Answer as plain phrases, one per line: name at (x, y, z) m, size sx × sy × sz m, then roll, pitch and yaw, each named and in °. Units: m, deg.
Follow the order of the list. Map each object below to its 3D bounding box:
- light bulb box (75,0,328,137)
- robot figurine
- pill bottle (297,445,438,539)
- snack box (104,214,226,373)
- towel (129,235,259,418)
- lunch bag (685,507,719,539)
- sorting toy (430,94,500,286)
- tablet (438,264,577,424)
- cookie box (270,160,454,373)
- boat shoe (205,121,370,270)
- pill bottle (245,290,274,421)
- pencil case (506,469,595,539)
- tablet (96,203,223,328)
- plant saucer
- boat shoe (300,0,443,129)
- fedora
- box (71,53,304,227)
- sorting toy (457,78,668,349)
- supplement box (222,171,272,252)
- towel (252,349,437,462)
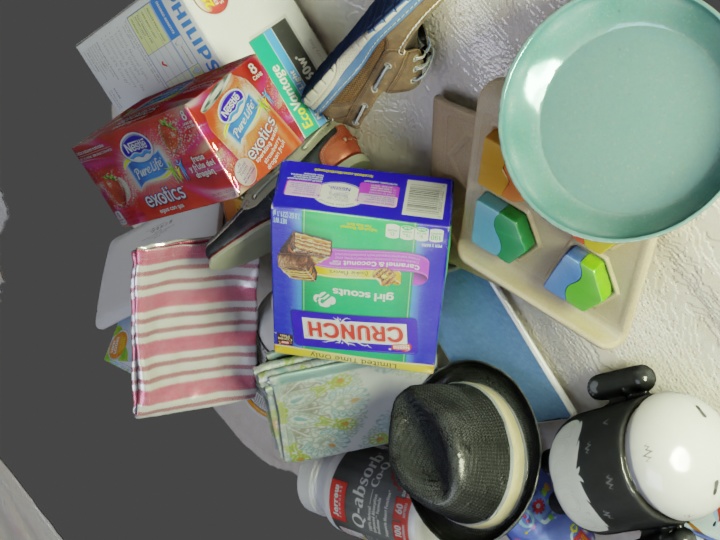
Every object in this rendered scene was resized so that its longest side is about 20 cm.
light bulb box at (-0.146, -0.198, 1.214) m, size 0.200 × 0.125 × 0.199 m, roll -16°, pitch 110°, yaw 49°
robot figurine at (0.263, 0.185, 1.157) m, size 0.150 × 0.125 × 0.200 m, roll 47°, pitch 144°, yaw -11°
pill bottle at (0.026, 0.273, 1.477) m, size 0.199 × 0.116 × 0.116 m, roll 9°, pitch 129°, yaw 40°
snack box at (-0.210, 0.024, 1.423) m, size 0.142 × 0.201 × 0.053 m, roll -3°, pitch 153°, yaw 47°
towel at (-0.176, 0.062, 1.313) m, size 0.030 × 0.146 × 0.201 m, roll 32°, pitch 124°, yaw 55°
lunch bag at (0.376, 0.318, 1.205) m, size 0.160 × 0.076 × 0.201 m, roll 16°, pitch 132°, yaw 32°
sorting toy at (0.146, -0.057, 1.131) m, size 0.199 × 0.036 × 0.186 m, roll 30°, pitch 140°, yaw 30°
tablet at (0.135, 0.081, 1.279) m, size 0.130 × 0.014 × 0.201 m, roll -17°, pitch 109°, yaw 51°
cookie box at (0.000, 0.000, 1.189) m, size 0.170 × 0.075 × 0.201 m, roll 7°, pitch 134°, yaw 5°
boat shoe at (-0.083, -0.075, 1.236) m, size 0.200 × 0.071 × 0.063 m, roll -37°, pitch 75°, yaw 11°
pill bottle at (-0.070, 0.085, 1.403) m, size 0.116 × 0.116 × 0.200 m, roll 38°, pitch 142°, yaw 13°
pencil case at (0.172, 0.252, 1.326) m, size 0.200 × 0.087 × 0.078 m, roll 49°, pitch 157°, yaw -9°
tablet at (-0.233, -0.018, 1.410) m, size 0.199 × 0.131 × 0.014 m, roll -25°, pitch 137°, yaw 33°
plant saucer at (0.205, -0.119, 0.935) m, size 0.199 × 0.036 × 0.201 m, roll -3°, pitch 83°, yaw 27°
boat shoe at (0.028, -0.200, 1.094) m, size 0.072 × 0.072 × 0.200 m, roll 33°, pitch 140°, yaw -17°
fedora at (0.088, 0.181, 1.237) m, size 0.200 × 0.202 × 0.091 m, roll 0°, pitch 167°, yaw 45°
box at (-0.161, -0.116, 1.116) m, size 0.199 × 0.100 × 0.096 m, roll -9°, pitch 117°, yaw 48°
sorting toy at (0.164, -0.043, 1.043) m, size 0.185 × 0.036 × 0.201 m, roll 34°, pitch 140°, yaw 26°
supplement box at (-0.053, -0.046, 1.308) m, size 0.199 × 0.067 × 0.069 m, roll 21°, pitch 136°, yaw 32°
towel at (-0.011, 0.136, 1.348) m, size 0.172 × 0.199 × 0.048 m, roll 83°, pitch 174°, yaw -48°
